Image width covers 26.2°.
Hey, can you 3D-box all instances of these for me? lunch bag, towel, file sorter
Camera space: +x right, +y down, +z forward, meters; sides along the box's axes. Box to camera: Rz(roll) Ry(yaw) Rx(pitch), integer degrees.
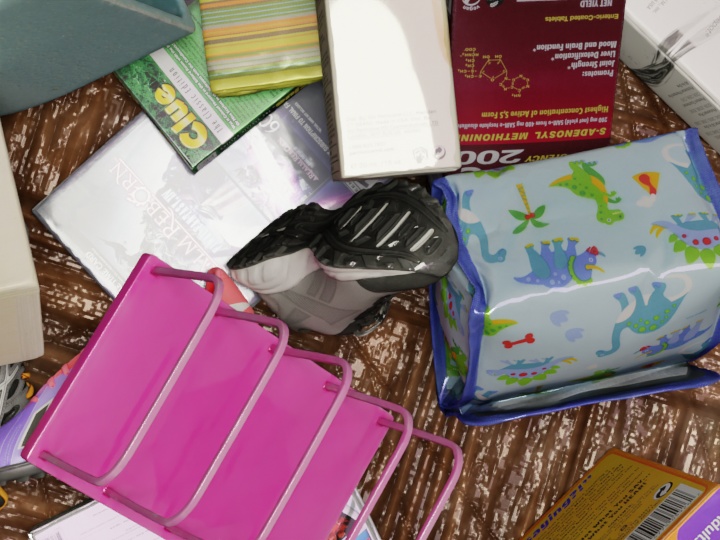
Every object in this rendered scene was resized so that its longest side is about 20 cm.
[{"bbox_3d":[0.131,0.025,0.959,0.170,0.200,0.128,-9,60,-6],"label":"lunch bag"},{"bbox_3d":[-0.063,-0.212,0.976,0.086,0.018,0.200,-7,85,1],"label":"towel"},{"bbox_3d":[-0.061,0.104,0.893,0.200,0.125,0.139,36,77,-26],"label":"file sorter"}]

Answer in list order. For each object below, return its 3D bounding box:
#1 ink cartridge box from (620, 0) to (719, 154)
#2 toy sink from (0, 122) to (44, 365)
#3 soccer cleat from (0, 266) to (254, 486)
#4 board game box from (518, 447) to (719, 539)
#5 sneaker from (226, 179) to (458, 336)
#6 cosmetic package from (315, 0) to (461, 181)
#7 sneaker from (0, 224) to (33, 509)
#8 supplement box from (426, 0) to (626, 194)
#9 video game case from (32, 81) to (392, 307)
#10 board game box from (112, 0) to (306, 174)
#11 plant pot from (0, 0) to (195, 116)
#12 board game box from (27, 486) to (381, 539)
[{"bbox_3d":[0.239,-0.184,1.020,0.200,0.084,0.146,44,84,-5],"label":"ink cartridge box"},{"bbox_3d":[-0.289,-0.006,0.866,0.200,0.112,0.131,-12,67,-15],"label":"toy sink"},{"bbox_3d":[-0.153,0.067,0.950,0.200,0.068,0.073,-25,100,-21],"label":"soccer cleat"},{"bbox_3d":[0.181,0.257,0.952,0.200,0.200,0.200,-44,96,-6],"label":"board game box"},{"bbox_3d":[0.000,0.000,0.925,0.074,0.200,0.079,-45,109,-26],"label":"sneaker"},{"bbox_3d":[0.011,-0.154,0.907,0.071,0.105,0.200,-5,94,-4],"label":"cosmetic package"},{"bbox_3d":[-0.240,0.060,0.969,0.077,0.078,0.200,20,81,-36],"label":"sneaker"},{"bbox_3d":[0.100,-0.110,0.969,0.109,0.061,0.200,-4,122,-7],"label":"supplement box"},{"bbox_3d":[-0.091,-0.053,1.010,0.200,0.019,0.143,-43,95,-7],"label":"video game case"},{"bbox_3d":[-0.129,-0.171,0.991,0.105,0.023,0.200,-38,87,-8],"label":"board game box"},{"bbox_3d":[-0.253,-0.184,0.894,0.200,0.196,0.197,-30,81,16],"label":"plant pot"},{"bbox_3d":[-0.096,0.178,0.999,0.200,0.035,0.126,-26,92,-7],"label":"board game box"}]
